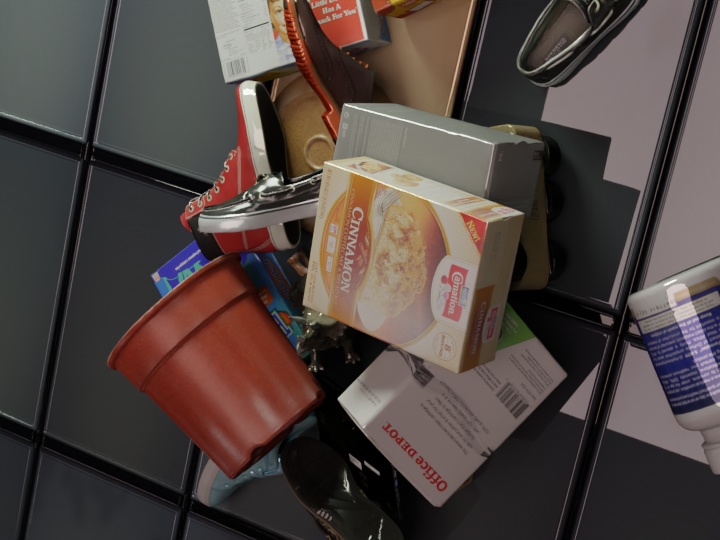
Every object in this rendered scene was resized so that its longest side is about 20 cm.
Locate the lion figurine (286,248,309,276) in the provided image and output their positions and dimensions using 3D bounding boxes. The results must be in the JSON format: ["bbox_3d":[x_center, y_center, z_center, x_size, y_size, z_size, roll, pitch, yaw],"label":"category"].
[{"bbox_3d":[0.000,0.000,1.573,0.123,0.073,0.199,49,156,-11],"label":"lion figurine"}]

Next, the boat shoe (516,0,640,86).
[{"bbox_3d":[0.241,-0.277,1.435,0.072,0.071,0.201,40,110,17],"label":"boat shoe"}]

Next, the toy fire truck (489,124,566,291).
[{"bbox_3d":[0.111,-0.064,1.510,0.198,0.128,0.179,-4,89,46],"label":"toy fire truck"}]

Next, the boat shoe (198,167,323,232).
[{"bbox_3d":[-0.089,-0.085,1.523,0.197,0.069,0.057,-11,100,4],"label":"boat shoe"}]

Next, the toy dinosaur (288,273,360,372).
[{"bbox_3d":[-0.043,0.047,1.545,0.076,0.201,0.104,-6,121,-2],"label":"toy dinosaur"}]

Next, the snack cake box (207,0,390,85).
[{"bbox_3d":[-0.074,-0.298,1.589,0.197,0.067,0.117,-12,89,26],"label":"snack cake box"}]

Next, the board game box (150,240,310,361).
[{"bbox_3d":[-0.152,0.050,1.677,0.151,0.045,0.202,-36,81,24],"label":"board game box"}]

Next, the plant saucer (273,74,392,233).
[{"bbox_3d":[-0.042,-0.139,1.608,0.197,0.035,0.204,3,97,26],"label":"plant saucer"}]

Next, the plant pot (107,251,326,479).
[{"bbox_3d":[-0.153,0.118,1.560,0.196,0.200,0.201,48,113,6],"label":"plant pot"}]

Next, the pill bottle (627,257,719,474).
[{"bbox_3d":[0.364,0.098,1.389,0.119,0.119,0.202,-24,85,26],"label":"pill bottle"}]

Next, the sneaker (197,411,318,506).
[{"bbox_3d":[-0.126,0.232,1.668,0.082,0.074,0.201,45,112,20],"label":"sneaker"}]

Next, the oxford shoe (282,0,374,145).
[{"bbox_3d":[-0.028,-0.226,1.525,0.072,0.071,0.202,-26,108,-4],"label":"oxford shoe"}]

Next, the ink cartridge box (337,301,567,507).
[{"bbox_3d":[0.097,0.124,1.433,0.200,0.084,0.146,-45,118,-3],"label":"ink cartridge box"}]

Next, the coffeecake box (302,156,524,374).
[{"bbox_3d":[0.049,-0.009,1.338,0.198,0.073,0.156,22,111,33],"label":"coffeecake box"}]

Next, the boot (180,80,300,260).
[{"bbox_3d":[-0.158,-0.116,1.602,0.142,0.072,0.203,-7,96,21],"label":"boot"}]

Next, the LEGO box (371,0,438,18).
[{"bbox_3d":[0.091,-0.388,1.492,0.198,0.077,0.151,-21,86,26],"label":"LEGO box"}]

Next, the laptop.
[{"bbox_3d":[0.026,0.149,1.567,0.177,0.102,0.203,28,132,55],"label":"laptop"}]

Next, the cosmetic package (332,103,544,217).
[{"bbox_3d":[0.079,-0.115,1.408,0.198,0.106,0.092,23,108,35],"label":"cosmetic package"}]

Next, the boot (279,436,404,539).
[{"bbox_3d":[-0.020,0.301,1.591,0.200,0.073,0.152,40,153,30],"label":"boot"}]

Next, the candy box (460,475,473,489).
[{"bbox_3d":[0.100,0.137,1.557,0.114,0.055,0.203,24,105,24],"label":"candy box"}]
